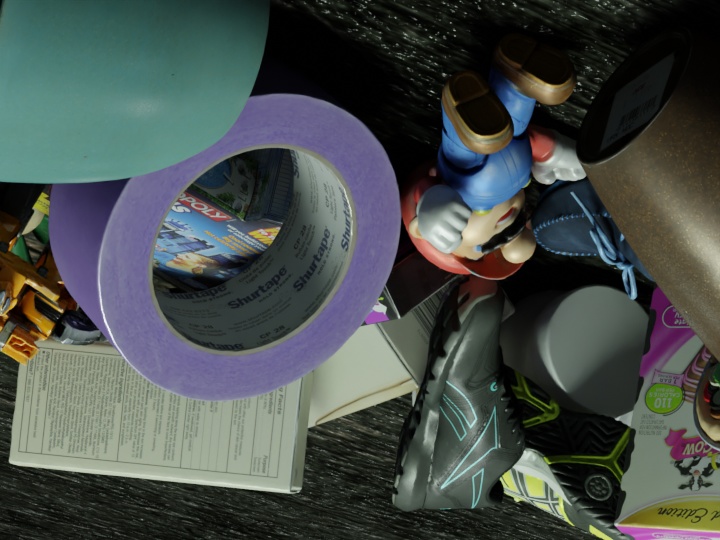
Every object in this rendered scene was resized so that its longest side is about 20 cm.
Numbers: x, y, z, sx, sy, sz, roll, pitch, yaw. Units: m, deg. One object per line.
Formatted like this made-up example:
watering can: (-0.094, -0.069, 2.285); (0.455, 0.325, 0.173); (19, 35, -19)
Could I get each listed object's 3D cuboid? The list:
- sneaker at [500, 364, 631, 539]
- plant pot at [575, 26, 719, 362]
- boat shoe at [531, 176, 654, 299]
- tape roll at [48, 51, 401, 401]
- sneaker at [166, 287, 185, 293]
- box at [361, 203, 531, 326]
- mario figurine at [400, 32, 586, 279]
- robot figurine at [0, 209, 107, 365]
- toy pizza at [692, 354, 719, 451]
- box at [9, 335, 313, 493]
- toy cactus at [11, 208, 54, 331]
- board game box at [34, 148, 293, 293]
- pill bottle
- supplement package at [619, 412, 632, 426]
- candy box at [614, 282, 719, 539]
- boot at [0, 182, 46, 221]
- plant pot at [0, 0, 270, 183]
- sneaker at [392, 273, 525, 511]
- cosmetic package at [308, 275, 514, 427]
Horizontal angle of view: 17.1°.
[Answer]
sneaker: (0.139, 0.135, 1.651); (0.200, 0.075, 0.077); (36, 151, 12)
plant pot: (0.223, -0.039, 1.325); (0.200, 0.188, 0.187); (36, 152, -19)
boat shoe: (0.184, -0.027, 1.500); (0.084, 0.069, 0.199); (28, 155, -37)
tape roll: (-0.081, -0.028, 1.440); (0.199, 0.201, 0.085); (27, -170, -37)
sneaker: (-0.121, 0.055, 1.815); (0.070, 0.083, 0.200); (5, -179, 2)
box: (0.000, 0.000, 1.596); (0.199, 0.143, 0.036); (-11, 109, 49)
mario figurine: (0.088, -0.050, 1.427); (0.123, 0.107, 0.200); (-4, 154, -7)
robot figurine: (-0.222, 0.004, 1.534); (0.145, 0.058, 0.200); (32, -168, -7)
toy pizza: (0.279, 0.032, 1.451); (0.032, 0.200, 0.200); (48, 146, -19)
box: (-0.137, 0.101, 1.669); (0.199, 0.096, 0.078); (7, 174, 4)
toy cactus: (-0.250, -0.020, 1.696); (0.102, 0.200, 0.166); (28, 127, 34)
board game box: (-0.104, -0.054, 1.603); (0.199, 0.062, 0.200); (-7, 153, 40)
pill bottle: (0.129, 0.079, 1.751); (0.115, 0.116, 0.200); (19, 158, -21)
supplement package: (0.247, 0.114, 1.770); (0.119, 0.122, 0.200); (15, 161, -9)
candy box: (0.253, 0.086, 1.575); (0.136, 0.201, 0.061); (0, 157, 29)
boot: (-0.272, -0.133, 1.486); (0.199, 0.066, 0.165); (29, 129, -2)
plant pot: (-0.143, -0.137, 1.229); (0.160, 0.202, 0.200); (8, 164, -30)
sneaker: (0.075, 0.082, 1.565); (0.079, 0.076, 0.201); (13, 132, -1)
cosmetic package: (0.013, 0.045, 1.711); (0.073, 0.103, 0.200); (55, 153, -4)
